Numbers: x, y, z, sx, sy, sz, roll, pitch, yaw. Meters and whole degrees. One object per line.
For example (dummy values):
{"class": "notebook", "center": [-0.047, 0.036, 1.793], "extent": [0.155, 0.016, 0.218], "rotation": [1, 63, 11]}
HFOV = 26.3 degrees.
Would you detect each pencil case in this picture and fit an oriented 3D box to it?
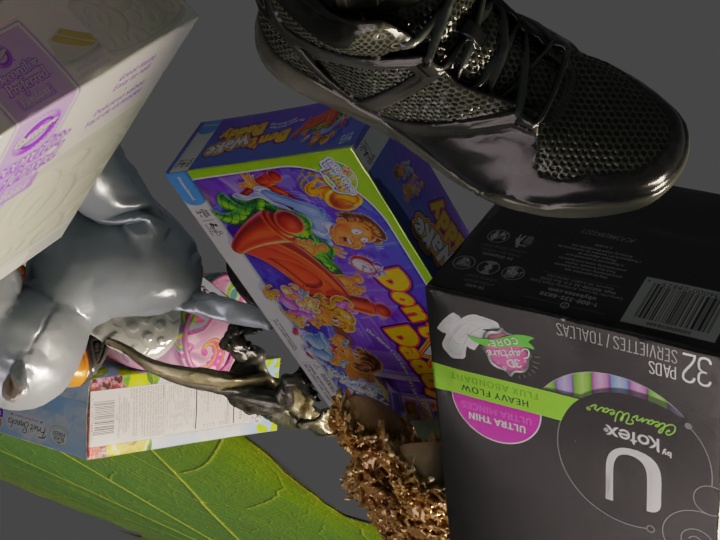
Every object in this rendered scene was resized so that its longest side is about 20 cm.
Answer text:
{"class": "pencil case", "center": [-0.182, 0.025, 1.167], "extent": [0.198, 0.088, 0.088], "rotation": [14, 158, 30]}

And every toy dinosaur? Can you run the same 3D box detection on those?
{"class": "toy dinosaur", "center": [-0.070, 0.072, 1.041], "extent": [0.198, 0.048, 0.088], "rotation": [21, 147, -18]}

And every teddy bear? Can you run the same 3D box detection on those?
{"class": "teddy bear", "center": [0.035, 0.149, 0.898], "extent": [0.145, 0.067, 0.201], "rotation": [36, 161, 24]}

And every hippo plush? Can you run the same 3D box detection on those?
{"class": "hippo plush", "center": [-0.192, 0.008, 0.957], "extent": [0.200, 0.161, 0.159], "rotation": [50, 166, -15]}

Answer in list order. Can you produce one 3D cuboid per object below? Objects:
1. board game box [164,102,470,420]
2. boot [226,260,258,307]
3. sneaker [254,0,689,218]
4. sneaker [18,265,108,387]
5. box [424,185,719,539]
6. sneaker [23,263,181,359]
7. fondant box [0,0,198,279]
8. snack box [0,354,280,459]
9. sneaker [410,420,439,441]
{"class": "board game box", "center": [0.000, 0.000, 0.854], "extent": [0.133, 0.045, 0.201], "rotation": [-5, 131, 39]}
{"class": "boot", "center": [0.012, 0.045, 1.040], "extent": [0.163, 0.066, 0.200], "rotation": [17, 164, 23]}
{"class": "sneaker", "center": [0.045, -0.088, 0.633], "extent": [0.198, 0.077, 0.114], "rotation": [27, 167, 6]}
{"class": "sneaker", "center": [-0.255, 0.027, 1.128], "extent": [0.075, 0.092, 0.200], "rotation": [16, -153, -49]}
{"class": "box", "center": [0.128, 0.072, 0.761], "extent": [0.147, 0.124, 0.202], "rotation": [13, 129, 27]}
{"class": "sneaker", "center": [-0.203, -0.018, 1.079], "extent": [0.200, 0.076, 0.080], "rotation": [48, 163, -9]}
{"class": "fondant box", "center": [-0.179, -0.056, 0.761], "extent": [0.058, 0.144, 0.200], "rotation": [44, 135, 3]}
{"class": "snack box", "center": [-0.190, 0.095, 1.238], "extent": [0.168, 0.069, 0.199], "rotation": [9, -171, 42]}
{"class": "sneaker", "center": [0.125, 0.103, 0.943], "extent": [0.199, 0.081, 0.147], "rotation": [-18, 127, 30]}
